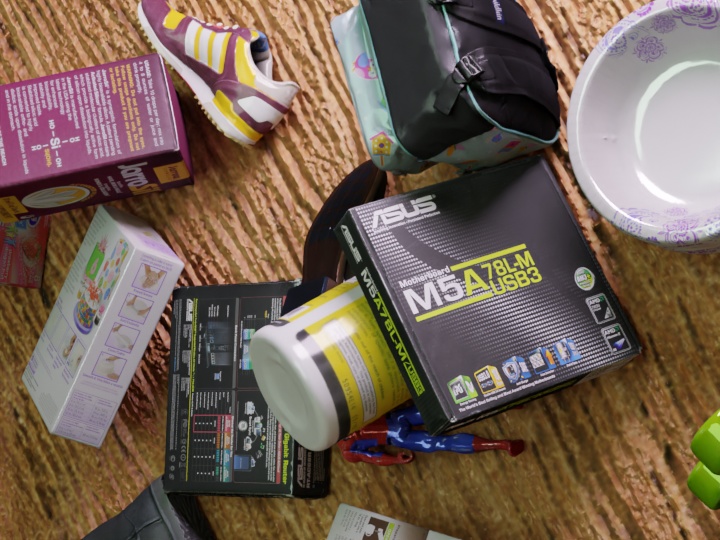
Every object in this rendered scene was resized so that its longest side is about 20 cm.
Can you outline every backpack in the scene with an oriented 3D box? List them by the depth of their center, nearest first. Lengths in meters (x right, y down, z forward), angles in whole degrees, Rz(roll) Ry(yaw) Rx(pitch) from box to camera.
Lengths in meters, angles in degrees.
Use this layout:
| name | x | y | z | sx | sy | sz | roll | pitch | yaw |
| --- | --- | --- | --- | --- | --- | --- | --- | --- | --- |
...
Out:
| name | x | y | z | sx | sy | sz | roll | pitch | yaw |
| --- | --- | --- | --- | --- | --- | --- | --- | --- | --- |
| backpack | 0.078 | -0.166 | 1.432 | 0.153 | 0.200 | 0.177 | -27 | 74 | 32 |

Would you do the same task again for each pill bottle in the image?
| name | x | y | z | sx | sy | sz | roll | pitch | yaw |
| --- | --- | --- | --- | --- | --- | --- | --- | --- | --- |
| pill bottle | 0.017 | 0.057 | 1.429 | 0.199 | 0.115 | 0.114 | -29 | 54 | -23 |

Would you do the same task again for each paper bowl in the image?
| name | x | y | z | sx | sy | sz | roll | pitch | yaw |
| --- | --- | --- | --- | --- | --- | --- | --- | --- | --- |
| paper bowl | 0.274 | -0.113 | 1.354 | 0.200 | 0.104 | 0.202 | -5 | 81 | 32 |

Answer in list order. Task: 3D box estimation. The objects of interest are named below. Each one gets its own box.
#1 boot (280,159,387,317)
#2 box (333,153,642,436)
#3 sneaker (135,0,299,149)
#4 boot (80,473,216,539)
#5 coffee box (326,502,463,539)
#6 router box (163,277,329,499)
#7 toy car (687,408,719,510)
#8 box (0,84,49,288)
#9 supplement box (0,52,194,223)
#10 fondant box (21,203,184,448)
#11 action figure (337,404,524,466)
| name | x | y | z | sx | sy | sz | roll | pitch | yaw |
| --- | --- | --- | --- | --- | --- | --- | --- | --- | --- |
| boot | 0.000 | 0.000 | 1.540 | 0.075 | 0.097 | 0.201 | -11 | 48 | 49 |
| box | 0.105 | 0.016 | 1.386 | 0.194 | 0.199 | 0.048 | 66 | 151 | 14 |
| sneaker | -0.136 | -0.212 | 1.652 | 0.090 | 0.075 | 0.200 | -43 | 69 | 10 |
| boot | -0.221 | 0.314 | 1.625 | 0.200 | 0.066 | 0.165 | -38 | 57 | 19 |
| coffee box | 0.075 | 0.269 | 1.410 | 0.199 | 0.114 | 0.080 | 12 | 72 | 33 |
| router box | -0.104 | 0.111 | 1.583 | 0.149 | 0.062 | 0.201 | -3 | 82 | 33 |
| toy car | 0.372 | 0.138 | 1.265 | 0.200 | 0.158 | 0.164 | -39 | 65 | -11 |
| box | -0.386 | -0.087 | 1.767 | 0.094 | 0.102 | 0.201 | 5 | 87 | 33 |
| supplement box | -0.271 | -0.125 | 1.634 | 0.199 | 0.131 | 0.104 | -12 | 77 | -1 |
| fondant box | -0.254 | 0.052 | 1.653 | 0.201 | 0.058 | 0.144 | -65 | 28 | 9 |
| action figure | 0.041 | 0.137 | 1.484 | 0.199 | 0.052 | 0.066 | -5 | 85 | 25 |
